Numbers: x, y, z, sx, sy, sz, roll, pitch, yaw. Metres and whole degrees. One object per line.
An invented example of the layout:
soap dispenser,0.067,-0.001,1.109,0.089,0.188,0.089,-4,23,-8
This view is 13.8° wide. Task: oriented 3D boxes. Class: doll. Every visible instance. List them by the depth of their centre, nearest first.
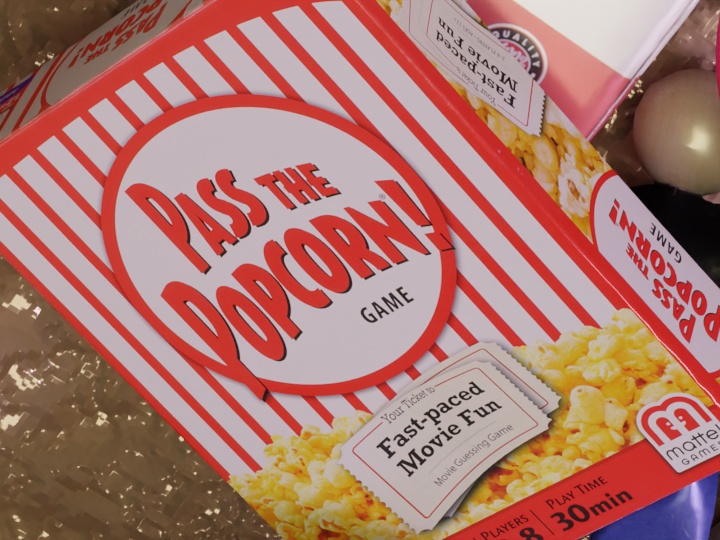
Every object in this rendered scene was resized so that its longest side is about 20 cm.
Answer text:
doll,0.078,0.033,0.927,0.136,0.048,0.200,21,103,24

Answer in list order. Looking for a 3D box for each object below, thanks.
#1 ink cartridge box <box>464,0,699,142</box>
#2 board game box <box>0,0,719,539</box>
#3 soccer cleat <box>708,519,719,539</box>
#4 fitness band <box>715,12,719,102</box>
ink cartridge box,0.052,-0.148,0.853,0.147,0.083,0.200,34,107,-11
board game box,0.000,0.000,0.856,0.151,0.046,0.200,-31,112,34
soccer cleat,0.158,0.066,0.934,0.068,0.073,0.200,28,108,-9
fitness band,0.185,-0.034,0.884,0.144,0.037,0.200,-22,97,-16
